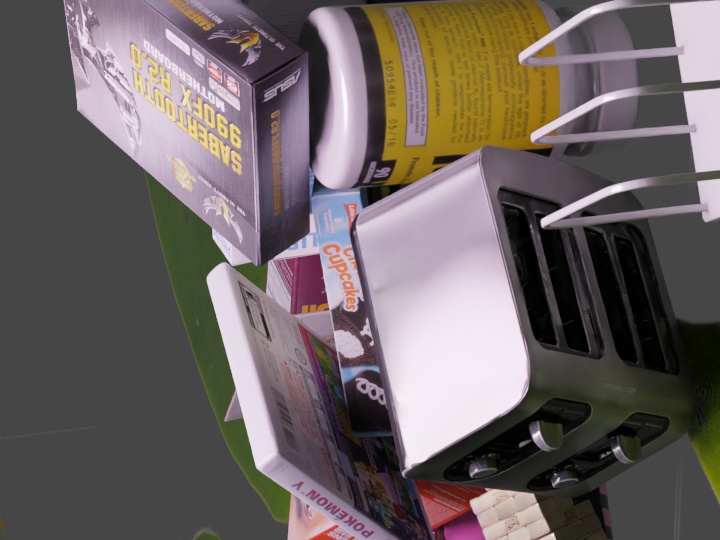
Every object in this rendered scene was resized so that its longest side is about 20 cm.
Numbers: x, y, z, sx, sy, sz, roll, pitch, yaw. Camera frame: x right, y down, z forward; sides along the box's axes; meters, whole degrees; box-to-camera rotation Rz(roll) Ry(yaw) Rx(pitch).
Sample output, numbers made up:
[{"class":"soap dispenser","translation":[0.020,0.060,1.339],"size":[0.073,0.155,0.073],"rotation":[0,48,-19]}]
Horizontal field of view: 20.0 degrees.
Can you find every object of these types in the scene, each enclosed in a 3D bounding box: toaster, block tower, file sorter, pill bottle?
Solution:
[{"class":"toaster","translation":[0.096,0.029,1.238],"size":[0.118,0.180,0.201],"rotation":[-29,62,34]},{"class":"block tower","translation":[0.140,0.215,1.307],"size":[0.054,0.058,0.201],"rotation":[-31,78,40]},{"class":"file sorter","translation":[0.158,-0.132,1.110],"size":[0.139,0.124,0.202],"rotation":[152,111,-72]},{"class":"pill bottle","translation":[0.067,-0.115,1.288],"size":[0.114,0.198,0.115],"rotation":[174,90,-74]}]

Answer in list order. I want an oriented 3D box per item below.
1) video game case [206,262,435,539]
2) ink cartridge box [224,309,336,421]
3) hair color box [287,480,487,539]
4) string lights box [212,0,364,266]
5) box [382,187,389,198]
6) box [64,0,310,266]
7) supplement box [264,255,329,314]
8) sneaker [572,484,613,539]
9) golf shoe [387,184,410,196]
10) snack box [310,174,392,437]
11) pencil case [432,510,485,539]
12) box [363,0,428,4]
[{"class":"video game case","translation":[-0.026,0.105,1.418],"size":[0.023,0.182,0.201],"rotation":[-39,38,15]},{"class":"ink cartridge box","translation":[-0.018,0.056,1.679],"size":[0.200,0.172,0.044],"rotation":[114,146,-59]},{"class":"hair color box","translation":[0.031,0.140,1.543],"size":[0.200,0.064,0.112],"rotation":[-35,39,39]},{"class":"string lights box","translation":[-0.052,-0.111,1.434],"size":[0.059,0.102,0.201],"rotation":[-131,38,-60]},{"class":"box","translation":[0.072,-0.024,1.463],"size":[0.199,0.050,0.076],"rotation":[11,108,54]},{"class":"box","translation":[-0.113,-0.120,1.311],"size":[0.200,0.048,0.159],"rotation":[40,148,30]},{"class":"supplement box","translation":[-0.016,-0.031,1.752],"size":[0.086,0.109,0.201],"rotation":[-119,27,-51]},{"class":"sneaker","translation":[0.143,0.172,1.403],"size":[0.082,0.070,0.202],"rotation":[-68,-24,-70]},{"class":"golf shoe","translation":[0.072,0.007,1.382],"size":[0.094,0.078,0.202],"rotation":[1,103,33]},{"class":"snack box","translation":[0.000,0.000,1.399],"size":[0.117,0.037,0.201],"rotation":[-86,-11,-55]},{"class":"pencil case","translation":[0.059,0.168,1.625],"size":[0.094,0.090,0.200],"rotation":[-57,27,6]},{"class":"box","translation":[0.052,-0.175,1.455],"size":[0.106,0.121,0.201],"rotation":[109,151,-56]}]
